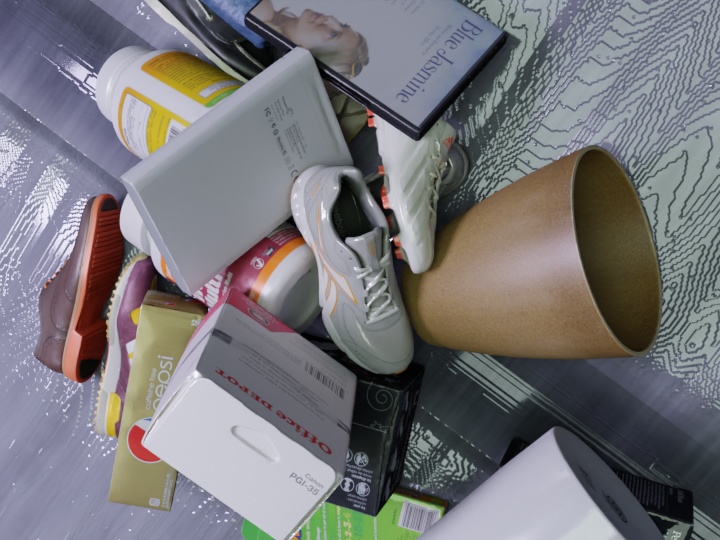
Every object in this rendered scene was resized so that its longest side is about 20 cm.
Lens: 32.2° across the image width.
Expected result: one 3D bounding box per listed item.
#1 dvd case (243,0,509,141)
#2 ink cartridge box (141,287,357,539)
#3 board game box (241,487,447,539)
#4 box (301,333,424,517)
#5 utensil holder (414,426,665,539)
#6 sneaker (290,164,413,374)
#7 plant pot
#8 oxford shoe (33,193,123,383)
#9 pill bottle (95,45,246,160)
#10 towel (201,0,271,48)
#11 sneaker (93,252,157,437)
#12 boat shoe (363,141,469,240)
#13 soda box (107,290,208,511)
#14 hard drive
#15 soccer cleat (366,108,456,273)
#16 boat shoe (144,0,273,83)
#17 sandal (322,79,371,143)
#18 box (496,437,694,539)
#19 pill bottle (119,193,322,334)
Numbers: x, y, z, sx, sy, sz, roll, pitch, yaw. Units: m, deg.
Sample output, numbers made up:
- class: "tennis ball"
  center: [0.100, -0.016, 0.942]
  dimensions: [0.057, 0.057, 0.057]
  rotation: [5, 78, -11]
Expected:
- class: "dvd case"
  center: [0.014, -0.219, 1.133]
  dimensions: [0.200, 0.018, 0.143]
  rotation: [35, 65, 12]
- class: "ink cartridge box"
  center: [-0.087, 0.114, 1.040]
  dimensions: [0.146, 0.200, 0.083]
  rotation: [37, 106, -9]
- class: "board game box"
  center: [-0.018, 0.253, 1.263]
  dimensions: [0.199, 0.030, 0.096]
  rotation: [14, 99, 10]
- class: "box"
  center: [-0.053, 0.139, 1.214]
  dimensions: [0.199, 0.115, 0.133]
  rotation: [14, 102, 13]
- class: "utensil holder"
  center: [0.140, 0.254, 1.044]
  dimensions: [0.200, 0.170, 0.170]
  rotation: [-42, 85, 12]
- class: "sneaker"
  center: [0.000, 0.000, 1.098]
  dimensions: [0.075, 0.092, 0.201]
  rotation: [-25, 96, -20]
- class: "plant pot"
  center: [0.142, 0.003, 1.126]
  dimensions: [0.199, 0.186, 0.187]
  rotation: [-15, 93, 31]
- class: "oxford shoe"
  center: [-0.297, 0.013, 1.286]
  dimensions: [0.072, 0.071, 0.201]
  rotation: [18, 101, 17]
- class: "pill bottle"
  center: [-0.165, -0.144, 1.180]
  dimensions: [0.200, 0.111, 0.111]
  rotation: [32, 106, 40]
- class: "towel"
  center: [-0.131, -0.305, 1.185]
  dimensions: [0.200, 0.112, 0.049]
  rotation: [41, 149, 3]
- class: "sneaker"
  center: [-0.212, 0.082, 1.276]
  dimensions: [0.090, 0.075, 0.201]
  rotation: [12, 106, 4]
- class: "boat shoe"
  center: [0.013, -0.058, 1.195]
  dimensions: [0.200, 0.069, 0.071]
  rotation: [-38, 90, 17]
- class: "soda box"
  center: [-0.196, 0.125, 1.213]
  dimensions: [0.064, 0.068, 0.201]
  rotation: [10, 100, -6]
- class: "hard drive"
  center: [-0.103, -0.087, 1.098]
  dimensions: [0.200, 0.132, 0.027]
  rotation: [-40, 43, -21]
- class: "soccer cleat"
  center: [0.052, -0.097, 1.119]
  dimensions: [0.077, 0.069, 0.201]
  rotation: [-9, 72, 0]
- class: "boat shoe"
  center: [-0.127, -0.234, 1.210]
  dimensions: [0.200, 0.072, 0.068]
  rotation: [44, 104, 9]
- class: "sandal"
  center: [-0.009, -0.204, 1.197]
  dimensions: [0.080, 0.054, 0.201]
  rotation: [18, 86, 6]
- class: "box"
  center: [0.199, 0.286, 1.171]
  dimensions: [0.181, 0.104, 0.201]
  rotation: [15, 100, 11]
- class: "pill bottle"
  center: [-0.131, -0.020, 1.201]
  dimensions: [0.200, 0.109, 0.110]
  rotation: [31, 104, 24]
